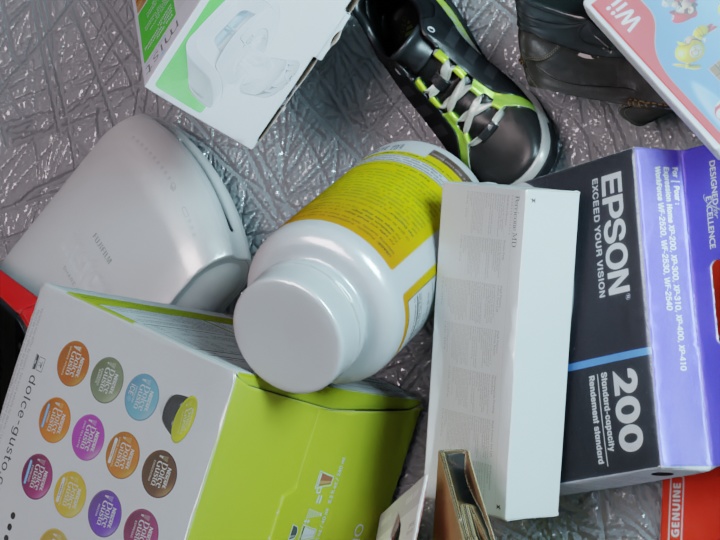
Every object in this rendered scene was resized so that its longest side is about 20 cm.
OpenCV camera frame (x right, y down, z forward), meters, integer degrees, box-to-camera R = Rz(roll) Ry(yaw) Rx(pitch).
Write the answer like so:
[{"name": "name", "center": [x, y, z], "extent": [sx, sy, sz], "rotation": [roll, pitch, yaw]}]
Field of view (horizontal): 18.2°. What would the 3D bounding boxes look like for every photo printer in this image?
[{"name": "photo printer", "center": [-0.173, -0.004, 1.672], "extent": [0.200, 0.069, 0.167], "rotation": [-47, 56, 22]}]

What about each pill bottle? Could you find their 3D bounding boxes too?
[{"name": "pill bottle", "center": [0.000, 0.000, 1.438], "extent": [0.108, 0.200, 0.110], "rotation": [13, 119, 24]}]

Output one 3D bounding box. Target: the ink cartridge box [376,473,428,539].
[{"name": "ink cartridge box", "center": [0.026, 0.230, 1.402], "extent": [0.044, 0.200, 0.178], "rotation": [15, 76, -4]}]

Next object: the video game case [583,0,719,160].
[{"name": "video game case", "center": [0.252, -0.176, 1.353], "extent": [0.200, 0.017, 0.143], "rotation": [-38, 58, 1]}]

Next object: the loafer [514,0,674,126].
[{"name": "loafer", "center": [0.186, -0.126, 1.421], "extent": [0.199, 0.073, 0.073], "rotation": [27, 131, 33]}]

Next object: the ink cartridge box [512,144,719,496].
[{"name": "ink cartridge box", "center": [0.158, 0.031, 1.386], "extent": [0.199, 0.043, 0.200], "rotation": [-17, 74, 48]}]

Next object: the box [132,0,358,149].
[{"name": "box", "center": [-0.065, -0.214, 1.566], "extent": [0.201, 0.096, 0.177], "rotation": [-54, 21, 18]}]

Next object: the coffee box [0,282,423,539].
[{"name": "coffee box", "center": [-0.112, 0.141, 1.511], "extent": [0.197, 0.199, 0.201], "rotation": [22, 96, 39]}]

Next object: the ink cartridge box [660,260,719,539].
[{"name": "ink cartridge box", "center": [0.248, 0.073, 1.339], "extent": [0.172, 0.043, 0.202], "rotation": [-3, 79, 37]}]

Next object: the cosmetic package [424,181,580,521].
[{"name": "cosmetic package", "center": [0.088, 0.048, 1.396], "extent": [0.082, 0.050, 0.202], "rotation": [10, 97, 54]}]

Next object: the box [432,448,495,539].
[{"name": "box", "center": [0.066, 0.234, 1.358], "extent": [0.164, 0.021, 0.201], "rotation": [-105, 13, -49]}]

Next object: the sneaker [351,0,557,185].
[{"name": "sneaker", "center": [0.051, -0.125, 1.508], "extent": [0.072, 0.083, 0.200], "rotation": [-51, 55, 20]}]

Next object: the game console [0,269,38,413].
[{"name": "game console", "center": [-0.274, 0.095, 1.705], "extent": [0.177, 0.031, 0.202], "rotation": [34, 127, 49]}]
